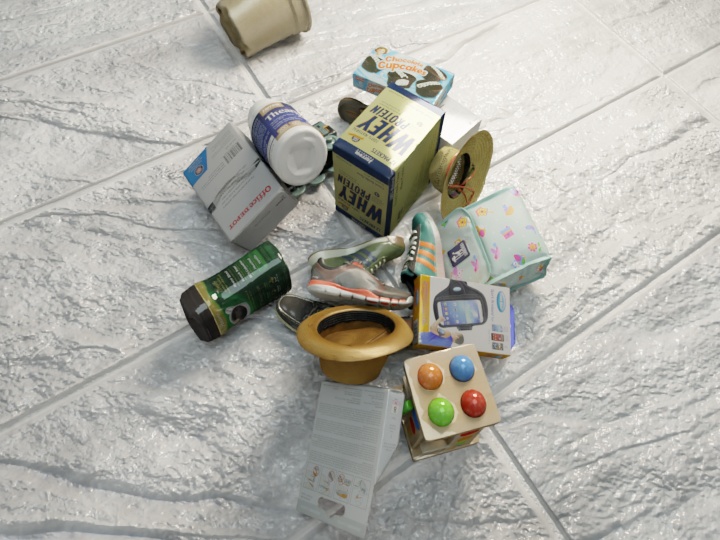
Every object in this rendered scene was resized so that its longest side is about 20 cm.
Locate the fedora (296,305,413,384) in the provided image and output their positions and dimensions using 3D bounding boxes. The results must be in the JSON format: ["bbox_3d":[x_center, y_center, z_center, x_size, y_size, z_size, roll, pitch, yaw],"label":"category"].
[{"bbox_3d":[-0.009,0.125,0.849,0.192,0.085,0.202,3,19,-1],"label":"fedora"}]

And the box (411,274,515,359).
[{"bbox_3d":[0.187,0.083,0.917,0.192,0.042,0.124,7,72,-9],"label":"box"}]

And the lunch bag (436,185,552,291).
[{"bbox_3d":[0.243,-0.041,1.023,0.194,0.122,0.175,-21,66,3],"label":"lunch bag"}]

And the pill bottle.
[{"bbox_3d":[-0.151,-0.260,1.024,0.108,0.114,0.201,-24,45,-17],"label":"pill bottle"}]

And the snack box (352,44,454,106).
[{"bbox_3d":[0.092,-0.412,1.137,0.195,0.038,0.118,27,61,16],"label":"snack box"}]

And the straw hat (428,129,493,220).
[{"bbox_3d":[0.185,-0.199,1.072,0.084,0.205,0.201,31,61,30],"label":"straw hat"}]

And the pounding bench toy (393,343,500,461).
[{"bbox_3d":[0.100,0.220,0.842,0.193,0.158,0.128,-11,61,-10],"label":"pounding bench toy"}]

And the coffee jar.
[{"bbox_3d":[-0.223,0.039,0.949,0.197,0.106,0.086,-33,62,-21],"label":"coffee jar"}]

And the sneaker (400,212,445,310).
[{"bbox_3d":[0.113,-0.018,1.014,0.077,0.072,0.207,-2,68,-14],"label":"sneaker"}]

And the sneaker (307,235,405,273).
[{"bbox_3d":[0.000,0.000,1.014,0.193,0.068,0.093,-11,66,-7],"label":"sneaker"}]

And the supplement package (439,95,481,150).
[{"bbox_3d":[0.153,-0.322,1.174,0.109,0.115,0.199,-39,68,-23],"label":"supplement package"}]

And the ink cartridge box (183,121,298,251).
[{"bbox_3d":[-0.238,-0.164,1.045,0.144,0.084,0.201,-42,68,7],"label":"ink cartridge box"}]

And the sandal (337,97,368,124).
[{"bbox_3d":[0.019,-0.336,1.176,0.196,0.083,0.055,26,56,27],"label":"sandal"}]

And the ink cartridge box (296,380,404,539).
[{"bbox_3d":[-0.017,0.282,0.817,0.056,0.159,0.208,20,73,-42],"label":"ink cartridge box"}]

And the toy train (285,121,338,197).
[{"bbox_3d":[-0.120,-0.241,1.132,0.197,0.087,0.114,-35,55,-18],"label":"toy train"}]

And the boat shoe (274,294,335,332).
[{"bbox_3d":[-0.065,0.089,0.954,0.196,0.067,0.073,27,58,8],"label":"boat shoe"}]

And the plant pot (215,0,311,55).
[{"bbox_3d":[-0.248,-0.636,1.291,0.182,0.202,0.201,-38,69,-10],"label":"plant pot"}]

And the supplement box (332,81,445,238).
[{"bbox_3d":[0.054,-0.214,1.054,0.132,0.202,0.201,32,65,17],"label":"supplement box"}]

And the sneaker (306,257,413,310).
[{"bbox_3d":[0.004,0.019,0.938,0.192,0.077,0.085,12,73,-6],"label":"sneaker"}]

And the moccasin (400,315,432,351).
[{"bbox_3d":[0.125,0.116,0.953,0.194,0.074,0.081,-8,75,-13],"label":"moccasin"}]
